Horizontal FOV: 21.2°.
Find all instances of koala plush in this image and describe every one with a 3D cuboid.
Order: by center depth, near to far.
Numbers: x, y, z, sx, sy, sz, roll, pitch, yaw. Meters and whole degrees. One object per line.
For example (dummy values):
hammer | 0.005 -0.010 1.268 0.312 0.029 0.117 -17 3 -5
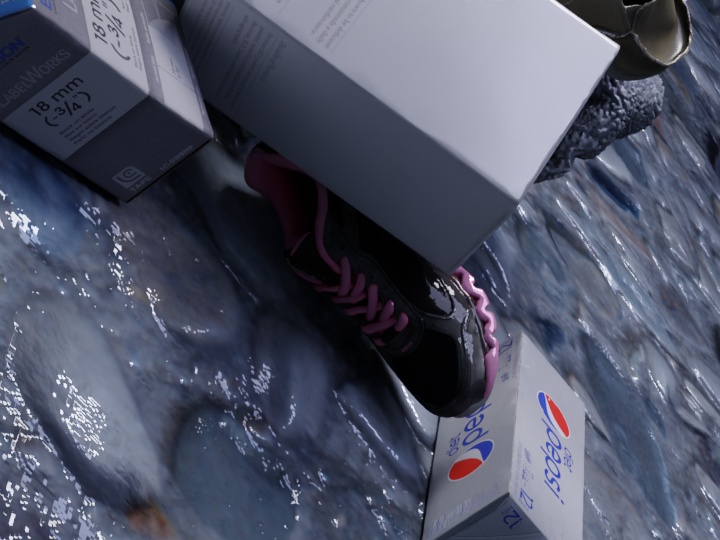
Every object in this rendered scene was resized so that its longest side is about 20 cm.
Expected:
koala plush | 0.105 -0.175 1.365 0.177 0.184 0.200 -70 142 -68

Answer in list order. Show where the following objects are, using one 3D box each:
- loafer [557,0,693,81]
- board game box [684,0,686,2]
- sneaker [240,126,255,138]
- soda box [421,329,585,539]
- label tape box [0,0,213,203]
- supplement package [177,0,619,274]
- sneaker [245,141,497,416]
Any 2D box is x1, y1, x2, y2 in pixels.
loafer | 0.167 -0.171 1.203 0.200 0.070 0.075 16 68 -56
board game box | 0.141 -0.214 1.283 0.200 0.037 0.151 -41 105 -43
sneaker | -0.059 -0.160 1.194 0.091 0.078 0.200 47 20 -13
soda box | 0.086 0.116 1.111 0.068 0.063 0.200 49 20 -15
label tape box | -0.167 -0.139 0.917 0.200 0.063 0.144 34 29 -47
supplement package | 0.013 -0.113 1.026 0.200 0.117 0.117 36 64 -2
sneaker | 0.000 0.000 1.087 0.095 0.079 0.200 -19 75 -47
